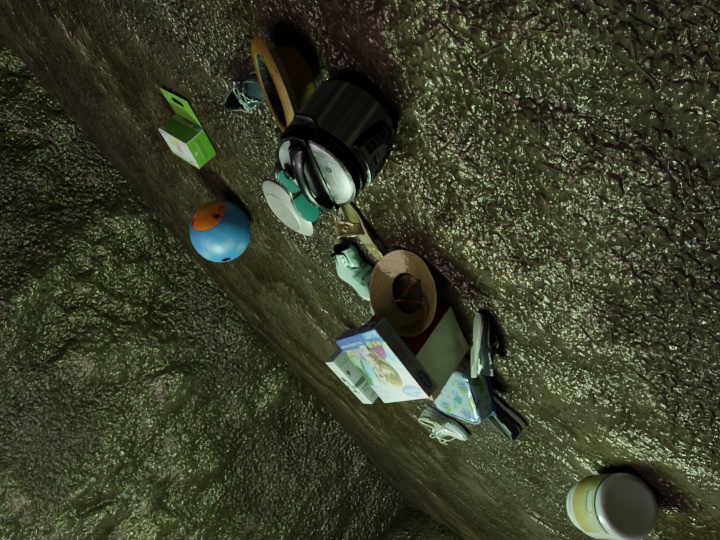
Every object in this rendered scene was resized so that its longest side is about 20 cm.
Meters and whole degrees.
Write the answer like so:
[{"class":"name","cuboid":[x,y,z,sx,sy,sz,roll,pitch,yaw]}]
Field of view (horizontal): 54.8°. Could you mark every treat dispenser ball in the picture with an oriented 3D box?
[{"class":"treat dispenser ball","cuboid":[-0.460,-0.129,2.278,0.200,0.201,0.201,39,160,17]}]

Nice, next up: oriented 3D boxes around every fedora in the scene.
[{"class":"fedora","cuboid":[-0.135,-0.350,1.295,0.202,0.081,0.201,60,167,23]}]

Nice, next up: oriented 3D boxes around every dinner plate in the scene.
[{"class":"dinner plate","cuboid":[-0.211,-0.169,1.954,0.200,0.024,0.201,40,162,16]}]

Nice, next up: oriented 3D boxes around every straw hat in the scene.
[{"class":"straw hat","cuboid":[0.119,0.053,1.615,0.200,0.203,0.085,31,-160,36]}]

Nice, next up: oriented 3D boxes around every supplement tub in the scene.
[{"class":"supplement tub","cuboid":[0.574,0.546,1.605,0.144,0.144,0.200,42,161,6]}]

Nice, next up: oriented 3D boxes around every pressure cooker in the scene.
[{"class":"pressure cooker","cuboid":[-0.049,-0.211,1.217,0.175,0.201,0.178,38,153,-11]}]

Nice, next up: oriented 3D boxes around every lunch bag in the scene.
[{"class":"lunch bag","cuboid":[0.259,0.307,1.808,0.199,0.082,0.163,5,114,60]}]

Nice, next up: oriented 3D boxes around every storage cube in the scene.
[{"class":"storage cube","cuboid":[0.133,0.175,1.692,0.178,0.200,0.172,17,147,41]}]

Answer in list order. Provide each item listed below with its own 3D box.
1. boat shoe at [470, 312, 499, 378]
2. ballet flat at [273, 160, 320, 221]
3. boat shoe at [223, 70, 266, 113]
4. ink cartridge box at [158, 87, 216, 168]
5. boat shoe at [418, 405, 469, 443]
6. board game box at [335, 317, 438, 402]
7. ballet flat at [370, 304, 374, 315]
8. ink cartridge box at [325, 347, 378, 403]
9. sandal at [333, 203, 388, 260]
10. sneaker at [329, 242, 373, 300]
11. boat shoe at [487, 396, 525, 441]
[{"class":"boat shoe","cuboid":[0.283,0.172,1.567,0.059,0.074,0.202,0,131,4]},{"class":"ballet flat","cuboid":[-0.157,-0.205,1.715,0.073,0.073,0.201,29,161,39]},{"class":"boat shoe","cuboid":[-0.249,-0.387,1.520,0.199,0.062,0.075,13,142,57]},{"class":"ink cartridge box","cuboid":[-0.525,-0.414,2.019,0.147,0.076,0.201,31,158,35]},{"class":"boat shoe","cuboid":[0.265,0.526,2.297,0.201,0.086,0.075,26,154,45]},{"class":"board game box","cuboid":[0.056,0.212,1.594,0.200,0.041,0.199,51,150,-8]},{"class":"ballet flat","cuboid":[0.076,0.135,1.820,0.071,0.072,0.200,33,178,30]},{"class":"ink cartridge box","cuboid":[0.005,0.329,2.343,0.200,0.146,0.084,47,160,-8]},{"class":"sandal","cuboid":[-0.023,-0.092,1.646,0.212,0.070,0.077,50,160,-13]},{"class":"sneaker","cuboid":[-0.001,0.000,1.787,0.199,0.074,0.119,29,153,35]},{"class":"boat shoe","cuboid":[0.344,0.370,1.848,0.199,0.060,0.076,37,160,23]}]
